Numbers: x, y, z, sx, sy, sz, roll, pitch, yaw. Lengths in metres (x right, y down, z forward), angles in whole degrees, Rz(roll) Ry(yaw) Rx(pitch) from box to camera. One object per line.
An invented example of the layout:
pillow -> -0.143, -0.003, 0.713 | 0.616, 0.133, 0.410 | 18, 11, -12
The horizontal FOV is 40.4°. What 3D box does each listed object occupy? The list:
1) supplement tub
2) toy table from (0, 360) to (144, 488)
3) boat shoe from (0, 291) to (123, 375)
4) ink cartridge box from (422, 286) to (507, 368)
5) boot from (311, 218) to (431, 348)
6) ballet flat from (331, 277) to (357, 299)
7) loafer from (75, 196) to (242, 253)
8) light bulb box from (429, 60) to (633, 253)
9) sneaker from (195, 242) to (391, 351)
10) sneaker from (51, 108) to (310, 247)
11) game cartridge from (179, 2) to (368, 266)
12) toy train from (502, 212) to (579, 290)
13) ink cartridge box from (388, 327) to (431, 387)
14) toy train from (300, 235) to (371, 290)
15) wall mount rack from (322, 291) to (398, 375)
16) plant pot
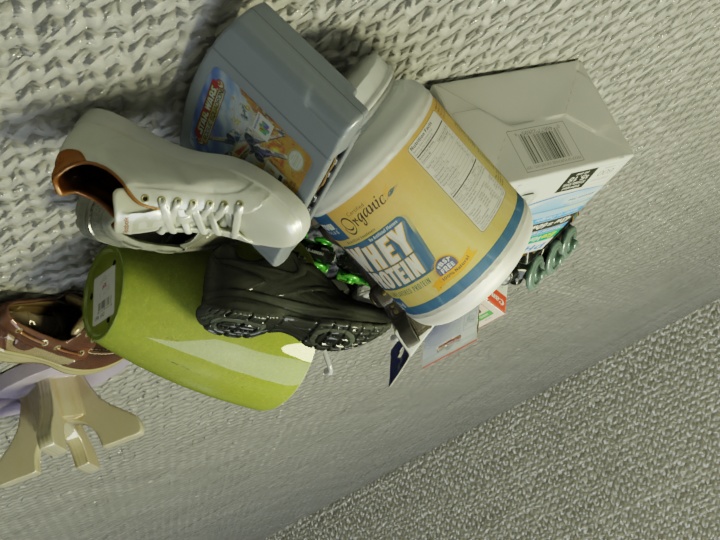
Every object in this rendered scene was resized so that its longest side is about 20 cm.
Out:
supplement tub -> 0.037, -0.068, 0.837 | 0.144, 0.200, 0.145 | -41, -163, 15
toy table -> -0.363, 0.175, 1.190 | 0.197, 0.119, 0.184 | -24, 161, 5
boat shoe -> -0.305, 0.060, 1.027 | 0.071, 0.073, 0.199 | -31, 154, 27
ink cartridge box -> 0.144, 0.041, 1.317 | 0.050, 0.202, 0.108 | 33, 136, -25
boot -> 0.023, -0.017, 0.976 | 0.069, 0.175, 0.200 | -35, -173, 23
ballet flat -> -0.079, 0.044, 1.271 | 0.198, 0.068, 0.069 | -20, 155, -44
loafer -> -0.161, -0.045, 0.892 | 0.198, 0.071, 0.069 | -5, -161, -45
light bulb box -> 0.140, -0.102, 1.037 | 0.196, 0.126, 0.200 | -14, 158, -27
sneaker -> -0.057, 0.022, 0.934 | 0.197, 0.092, 0.076 | 13, 152, -26
sneaker -> -0.139, -0.047, 0.741 | 0.197, 0.085, 0.073 | 20, 142, 3
game cartridge -> -0.078, -0.102, 0.761 | 0.042, 0.133, 0.201 | -46, 174, -38
toy train -> 0.223, -0.055, 1.248 | 0.199, 0.084, 0.116 | -35, 135, -48
ink cartridge box -> 0.084, 0.035, 1.244 | 0.201, 0.047, 0.198 | -51, -177, 8
toy train -> 0.000, 0.000, 1.114 | 0.197, 0.042, 0.056 | 18, 168, -2
wall mount rack -> -0.036, 0.090, 1.409 | 0.198, 0.076, 0.173 | -24, -165, -22
plant pot -> -0.171, 0.039, 0.995 | 0.198, 0.190, 0.187 | 13, 142, -38
